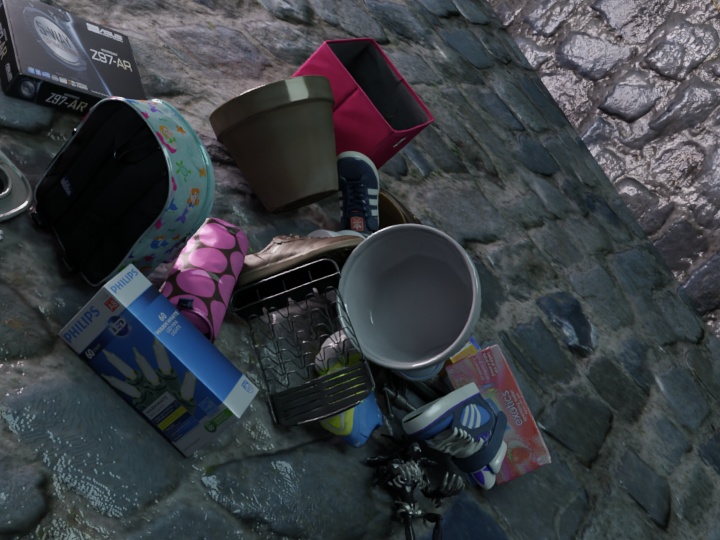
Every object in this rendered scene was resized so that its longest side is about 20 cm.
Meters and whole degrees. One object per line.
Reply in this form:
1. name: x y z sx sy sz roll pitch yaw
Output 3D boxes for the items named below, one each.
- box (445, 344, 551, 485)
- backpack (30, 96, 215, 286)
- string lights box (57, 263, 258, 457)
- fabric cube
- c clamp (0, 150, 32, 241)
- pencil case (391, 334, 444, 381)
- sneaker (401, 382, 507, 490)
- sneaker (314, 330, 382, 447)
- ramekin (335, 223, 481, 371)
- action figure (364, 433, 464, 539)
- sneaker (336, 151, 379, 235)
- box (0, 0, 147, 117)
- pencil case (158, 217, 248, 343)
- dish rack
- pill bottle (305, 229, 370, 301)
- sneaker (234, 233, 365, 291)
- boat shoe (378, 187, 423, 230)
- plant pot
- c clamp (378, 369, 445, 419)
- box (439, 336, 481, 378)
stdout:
1. box: 0.220 0.226 1.340 0.200 0.095 0.103 66 7 9
2. backpack: -0.263 -0.098 0.979 0.178 0.200 0.150 53 32 16
3. string lights box: -0.222 0.101 0.928 0.200 0.103 0.059 46 31 -8
4. fabric cube: -0.026 -0.272 1.501 0.200 0.199 0.196 53 29 3
5. c clamp: -0.450 -0.110 0.926 0.200 0.027 0.171 51 30 -2
6. pencil case: 0.095 0.106 1.321 0.083 0.091 0.200 46 17 -3
7. sneaker: 0.147 0.246 1.190 0.200 0.081 0.147 -9 70 -61
8. sneaker: -0.015 0.169 1.185 0.105 0.076 0.200 58 25 -26
9. ramekin: 0.076 0.042 1.171 0.200 0.200 0.105 62 12 17
10. action figure: 0.079 0.296 1.127 0.119 0.102 0.200 13 48 -31
11. sneaker: -0.004 -0.105 1.399 0.200 0.075 0.085 75 18 -47
12. box: -0.402 -0.289 1.167 0.200 0.044 0.160 12 49 -47
13. pencil case: -0.206 0.012 1.069 0.094 0.091 0.200 25 34 -10
14. dish rack: -0.072 0.097 1.098 0.055 0.153 0.200 72 -3 -62
15. pill bottle: 0.000 0.000 1.324 0.200 0.116 0.116 11 48 -47
16. sneaker: -0.089 -0.026 1.187 0.200 0.071 0.076 -16 57 -13
17. boat shoe: 0.080 -0.075 1.560 0.200 0.070 0.070 54 36 -12
18. plant pot: -0.118 -0.189 1.327 0.200 0.200 0.174 -15 87 -58
19. c clamp: 0.098 0.217 1.288 0.200 0.027 0.171 36 21 -25
20. box: 0.124 0.081 1.479 0.200 0.041 0.119 57 31 6
